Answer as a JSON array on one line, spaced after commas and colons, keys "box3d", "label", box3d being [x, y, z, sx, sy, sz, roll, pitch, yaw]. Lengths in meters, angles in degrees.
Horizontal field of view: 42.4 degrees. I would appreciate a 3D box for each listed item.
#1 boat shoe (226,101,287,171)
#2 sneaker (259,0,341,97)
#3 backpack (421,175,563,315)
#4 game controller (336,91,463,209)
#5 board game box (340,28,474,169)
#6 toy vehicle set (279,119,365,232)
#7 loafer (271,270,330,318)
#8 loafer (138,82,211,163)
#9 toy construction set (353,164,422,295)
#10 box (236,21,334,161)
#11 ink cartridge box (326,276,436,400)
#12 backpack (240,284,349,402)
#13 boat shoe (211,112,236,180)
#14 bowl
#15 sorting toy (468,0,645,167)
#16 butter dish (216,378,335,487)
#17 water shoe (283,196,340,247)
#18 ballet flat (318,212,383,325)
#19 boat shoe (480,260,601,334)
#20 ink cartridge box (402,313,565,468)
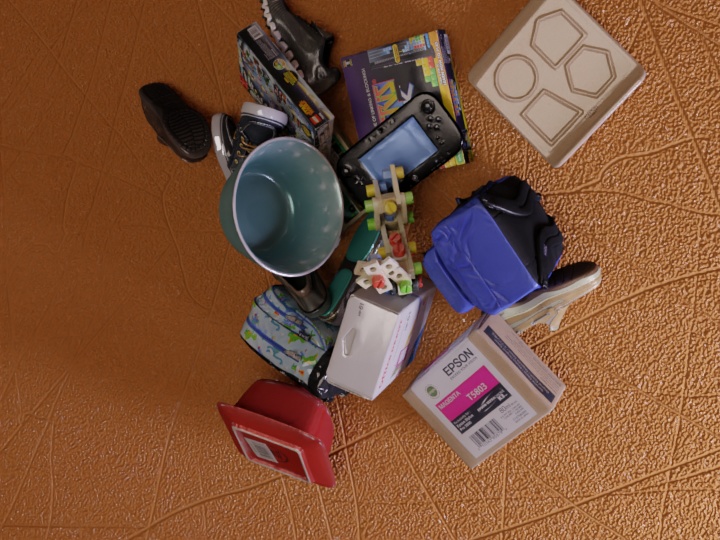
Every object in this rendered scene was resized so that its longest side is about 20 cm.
[{"box3d": [-0.159, -0.195, 1.416, 0.070, 0.200, 0.092, 15, 86, -11], "label": "boat shoe"}, {"box3d": [-0.089, -0.363, 1.456, 0.090, 0.066, 0.202, -25, 82, 9], "label": "sneaker"}, {"box3d": [0.190, -0.042, 1.333, 0.167, 0.200, 0.164, -28, 95, 34], "label": "backpack"}, {"box3d": [0.058, -0.174, 1.385, 0.199, 0.042, 0.105, -36, 88, 27], "label": "game controller"}, {"box3d": [0.071, -0.246, 1.416, 0.163, 0.057, 0.203, -11, 97, 23], "label": "board game box"}, {"box3d": [-0.060, -0.164, 1.505, 0.124, 0.026, 0.201, -38, 85, 25], "label": "toy vehicle set"}, {"box3d": [-0.109, -0.006, 1.489, 0.072, 0.063, 0.200, -39, 45, -1], "label": "loafer"}, {"box3d": [-0.306, -0.238, 1.554, 0.201, 0.072, 0.072, 52, 149, 36], "label": "loafer"}, {"box3d": [0.046, -0.041, 1.344, 0.091, 0.202, 0.132, 1, 139, 8], "label": "toy construction set"}, {"box3d": [-0.116, -0.263, 1.423, 0.040, 0.137, 0.201, -35, 75, -15], "label": "box"}, {"box3d": [0.035, 0.092, 1.424, 0.084, 0.200, 0.146, 22, 109, 17], "label": "ink cartridge box"}, {"box3d": [-0.099, 0.112, 1.522, 0.198, 0.163, 0.156, 16, 99, 26], "label": "backpack"}, {"box3d": [-0.189, -0.166, 1.538, 0.065, 0.070, 0.203, -12, 97, 17], "label": "boat shoe"}, {"box3d": [-0.131, -0.091, 1.384, 0.104, 0.199, 0.204, -3, 102, 51], "label": "bowl"}, {"box3d": [0.279, -0.281, 1.336, 0.200, 0.036, 0.185, 48, 115, 12], "label": "sorting toy"}, {"box3d": [-0.117, 0.249, 1.562, 0.197, 0.149, 0.201, 15, 148, 18], "label": "butter dish"}, {"box3d": [-0.122, -0.090, 1.494, 0.197, 0.072, 0.080, 14, 95, 3], "label": "water shoe"}, {"box3d": [0.000, 0.000, 1.489, 0.071, 0.072, 0.202, 28, 84, 14], "label": "ballet flat"}, {"box3d": [0.280, 0.053, 1.392, 0.199, 0.072, 0.077, -26, 99, 36], "label": "boat shoe"}, {"box3d": [0.185, 0.184, 1.423, 0.165, 0.075, 0.200, 45, 129, 3], "label": "ink cartridge box"}]
